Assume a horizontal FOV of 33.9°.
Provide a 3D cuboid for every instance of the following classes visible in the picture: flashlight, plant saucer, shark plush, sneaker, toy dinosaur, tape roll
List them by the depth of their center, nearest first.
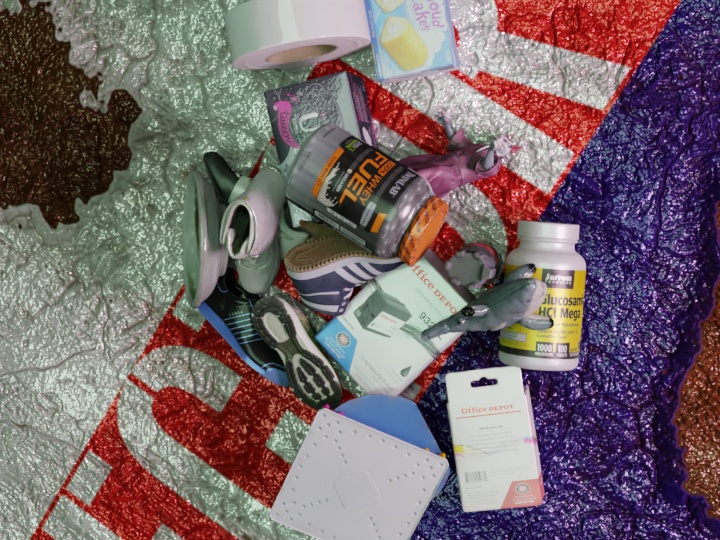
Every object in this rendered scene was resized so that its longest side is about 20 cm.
[{"bbox_3d":[0.164,0.045,1.587,0.199,0.083,0.091,-10,85,34],"label":"shark plush"},{"bbox_3d":[0.152,-0.007,1.620,0.068,0.200,0.068,-37,83,13],"label":"flashlight"},{"bbox_3d":[0.000,0.000,1.655,0.199,0.109,0.070,-11,46,2],"label":"sneaker"},{"bbox_3d":[-0.088,-0.337,1.660,0.201,0.202,0.071,-11,91,13],"label":"tape roll"},{"bbox_3d":[-0.162,-0.034,1.665,0.073,0.116,0.201,19,125,15],"label":"sneaker"},{"bbox_3d":[-0.046,-0.042,1.698,0.101,0.200,0.058,-38,51,29],"label":"toy dinosaur"},{"bbox_3d":[-0.224,-0.045,1.725,0.050,0.200,0.201,0,93,-15],"label":"plant saucer"},{"bbox_3d":[-0.078,0.111,1.739,0.077,0.089,0.201,-23,103,26],"label":"sneaker"},{"bbox_3d":[-0.151,-0.108,1.753,0.088,0.074,0.200,-37,96,10],"label":"sneaker"},{"bbox_3d":[-0.158,0.083,1.763,0.200,0.070,0.078,43,105,7],"label":"sneaker"}]

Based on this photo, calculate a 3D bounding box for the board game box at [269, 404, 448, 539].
[{"bbox_3d":[-0.004,0.308,1.686,0.199,0.026,0.201,23,113,-5],"label":"board game box"}]

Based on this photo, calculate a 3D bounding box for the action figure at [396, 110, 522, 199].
[{"bbox_3d":[0.139,-0.138,1.667,0.199,0.134,0.149,-18,124,-11],"label":"action figure"}]

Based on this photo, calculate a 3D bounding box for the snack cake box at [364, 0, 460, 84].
[{"bbox_3d":[0.068,-0.377,1.689,0.114,0.067,0.201,-10,91,14],"label":"snack cake box"}]

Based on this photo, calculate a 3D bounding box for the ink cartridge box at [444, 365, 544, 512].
[{"bbox_3d":[0.191,0.235,1.692,0.116,0.067,0.201,-7,93,13],"label":"ink cartridge box"}]

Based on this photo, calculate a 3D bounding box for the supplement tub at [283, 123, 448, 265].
[{"bbox_3d":[0.009,-0.098,1.567,0.200,0.122,0.123,31,99,13],"label":"supplement tub"}]

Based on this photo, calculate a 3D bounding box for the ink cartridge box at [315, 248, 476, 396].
[{"bbox_3d":[0.058,0.076,1.705,0.200,0.084,0.145,-45,83,11],"label":"ink cartridge box"}]

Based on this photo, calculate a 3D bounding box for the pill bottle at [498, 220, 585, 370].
[{"bbox_3d":[0.254,0.033,1.643,0.112,0.112,0.201,4,94,13],"label":"pill bottle"}]

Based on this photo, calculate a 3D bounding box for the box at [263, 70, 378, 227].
[{"bbox_3d":[-0.048,-0.172,1.701,0.132,0.115,0.201,-12,90,13],"label":"box"}]

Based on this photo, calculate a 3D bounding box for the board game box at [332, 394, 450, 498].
[{"bbox_3d":[0.034,0.258,1.700,0.157,0.039,0.201,-24,109,13],"label":"board game box"}]
